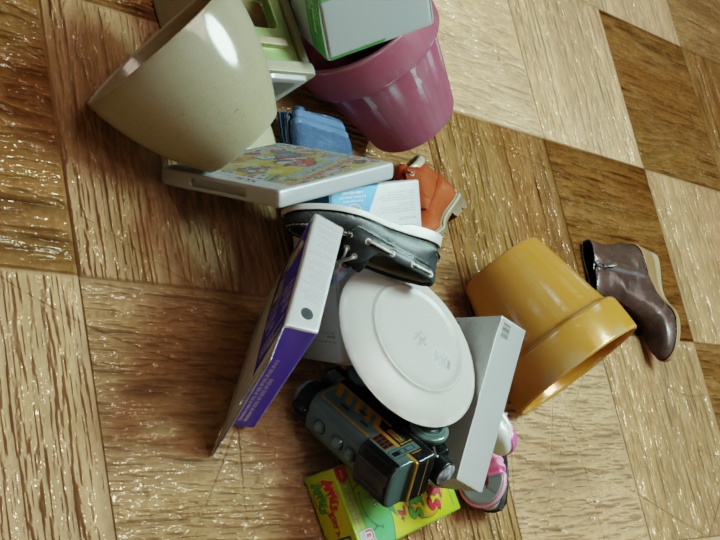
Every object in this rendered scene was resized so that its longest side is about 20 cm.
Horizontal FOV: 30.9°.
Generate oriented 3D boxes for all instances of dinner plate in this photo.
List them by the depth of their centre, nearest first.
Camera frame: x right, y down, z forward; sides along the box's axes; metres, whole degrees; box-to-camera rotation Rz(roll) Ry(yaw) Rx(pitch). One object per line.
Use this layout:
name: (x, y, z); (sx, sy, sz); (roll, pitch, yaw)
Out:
dinner plate: (0.059, 0.079, 1.453); (0.199, 0.024, 0.202); (26, 46, -31)

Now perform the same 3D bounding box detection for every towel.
towel: (-0.048, -0.101, 1.627); (0.111, 0.048, 0.202); (12, 60, -46)

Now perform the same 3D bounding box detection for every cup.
cup: (-0.172, -0.193, 1.400); (0.143, 0.199, 0.201); (48, 40, -17)

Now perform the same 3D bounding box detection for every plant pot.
plant pot: (0.032, -0.263, 1.713); (0.180, 0.198, 0.202); (54, 36, -39)
plant pot: (0.244, 0.065, 1.786); (0.199, 0.200, 0.184); (-18, 67, -53)

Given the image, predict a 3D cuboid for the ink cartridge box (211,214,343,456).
ink cartridge box: (-0.086, 0.075, 1.364); (0.043, 0.199, 0.201); (24, 48, -9)

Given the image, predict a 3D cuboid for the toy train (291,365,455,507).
toy train: (0.012, 0.179, 1.454); (0.113, 0.086, 0.200); (-17, 45, -42)

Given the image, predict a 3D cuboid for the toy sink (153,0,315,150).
toy sink: (-0.141, -0.253, 1.548); (0.130, 0.111, 0.202); (-5, 74, -51)

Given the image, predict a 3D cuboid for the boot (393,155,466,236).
boot: (0.069, -0.083, 1.745); (0.108, 0.075, 0.200); (52, 30, -11)

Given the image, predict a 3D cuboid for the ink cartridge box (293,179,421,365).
ink cartridge box: (0.000, 0.000, 1.533); (0.143, 0.084, 0.203); (-8, 96, -41)

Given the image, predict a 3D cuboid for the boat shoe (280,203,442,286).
boat shoe: (0.003, -0.027, 1.426); (0.198, 0.075, 0.061); (11, 76, -23)

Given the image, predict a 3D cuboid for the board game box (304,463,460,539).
board game box: (0.029, 0.260, 1.514); (0.199, 0.047, 0.103); (-12, 79, -52)

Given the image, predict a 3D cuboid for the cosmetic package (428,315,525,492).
cosmetic package: (0.128, 0.156, 1.534); (0.050, 0.082, 0.202); (31, 69, -36)

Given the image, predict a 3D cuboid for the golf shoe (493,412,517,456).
golf shoe: (0.101, 0.171, 1.607); (0.199, 0.076, 0.091); (38, 49, 11)

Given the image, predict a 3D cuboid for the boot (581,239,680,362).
boot: (0.435, 0.050, 2.127); (0.165, 0.072, 0.202); (7, 66, -35)

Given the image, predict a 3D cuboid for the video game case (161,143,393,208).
video game case: (-0.092, -0.111, 1.473); (0.199, 0.180, 0.023); (-18, 115, -49)

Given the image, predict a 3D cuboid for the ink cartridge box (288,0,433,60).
ink cartridge box: (-0.021, -0.350, 1.601); (0.200, 0.145, 0.085); (49, -23, 51)

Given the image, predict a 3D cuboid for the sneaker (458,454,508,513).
sneaker: (0.159, 0.222, 1.689); (0.095, 0.078, 0.202); (50, 34, -54)
